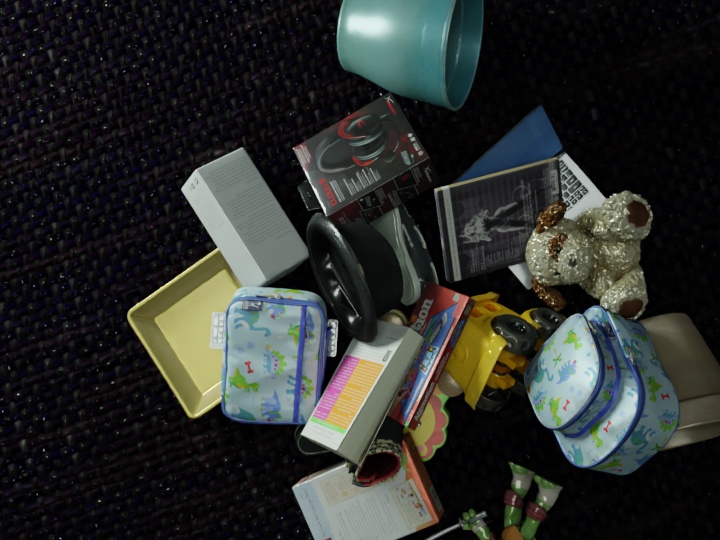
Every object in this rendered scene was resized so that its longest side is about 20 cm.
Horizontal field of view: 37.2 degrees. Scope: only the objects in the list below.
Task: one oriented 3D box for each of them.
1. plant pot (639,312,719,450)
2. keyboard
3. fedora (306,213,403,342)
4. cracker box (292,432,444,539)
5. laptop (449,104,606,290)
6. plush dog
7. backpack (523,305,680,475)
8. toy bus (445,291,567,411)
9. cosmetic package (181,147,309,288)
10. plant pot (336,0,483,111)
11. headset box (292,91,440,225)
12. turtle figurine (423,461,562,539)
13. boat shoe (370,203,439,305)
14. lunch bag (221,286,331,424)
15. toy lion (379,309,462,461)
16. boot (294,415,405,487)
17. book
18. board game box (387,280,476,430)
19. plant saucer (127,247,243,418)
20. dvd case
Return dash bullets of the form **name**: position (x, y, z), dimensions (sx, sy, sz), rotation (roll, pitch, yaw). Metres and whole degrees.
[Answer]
- **plant pot**: position (0.453, 0.164, 1.583), dimensions (0.197, 0.200, 0.176), rotation (-14, 72, 3)
- **keyboard**: position (-0.134, 0.098, 1.653), dimensions (0.196, 0.011, 0.057), rotation (3, 89, 3)
- **fedora**: position (0.000, 0.000, 1.561), dimensions (0.091, 0.200, 0.203), rotation (-22, 87, -21)
- **cracker box**: position (0.012, 0.352, 1.642), dimensions (0.198, 0.058, 0.136), rotation (-25, 88, 14)
- **laptop**: position (0.265, -0.107, 1.627), dimensions (0.187, 0.116, 0.201), rotation (-41, 86, 2)
- **plush dog**: position (0.331, -0.032, 1.593), dimensions (0.169, 0.161, 0.203), rotation (-2, 111, -1)
- **backpack**: position (0.328, 0.173, 1.483), dimensions (0.145, 0.201, 0.184), rotation (16, 126, -31)
- **toy bus**: position (0.192, 0.096, 1.615), dimensions (0.192, 0.198, 0.137), rotation (40, 124, 32)
- **cosmetic package**: position (-0.177, -0.076, 1.656), dimensions (0.101, 0.071, 0.201), rotation (-30, 85, -37)
- **plant pot**: position (0.071, -0.355, 1.617), dimensions (0.185, 0.200, 0.203), rotation (11, 89, 19)
- **headset box**: position (-0.001, -0.156, 1.637), dimensions (0.198, 0.075, 0.150), rotation (-29, 58, 3)
- **turtle figurine**: position (0.208, 0.388, 1.605), dimensions (0.198, 0.144, 0.196), rotation (23, 86, 0)
- **boat shoe**: position (0.068, -0.043, 1.667), dimensions (0.060, 0.075, 0.203), rotation (-7, 76, -34)
- **lunch bag**: position (-0.127, 0.128, 1.607), dimensions (0.158, 0.083, 0.203), rotation (6, 104, -2)
- **toy lion**: position (0.063, 0.192, 1.664), dimensions (0.199, 0.069, 0.192), rotation (40, 99, 4)
- **boot**: position (-0.018, 0.258, 1.585), dimensions (0.201, 0.154, 0.074), rotation (-22, 115, 17)
- **book**: position (-0.002, 0.167, 1.549), dimensions (0.048, 0.133, 0.202), rotation (35, 77, -28)
- **board game box**: position (0.087, 0.119, 1.536), dimensions (0.019, 0.103, 0.202), rotation (28, 86, -34)
- **plant saucer**: position (-0.234, 0.096, 1.688), dimensions (0.199, 0.048, 0.201), rotation (-34, 87, 2)
- **dvd case**: position (0.213, -0.075, 1.609), dimensions (0.197, 0.016, 0.151), rotation (-15, 114, -11)
